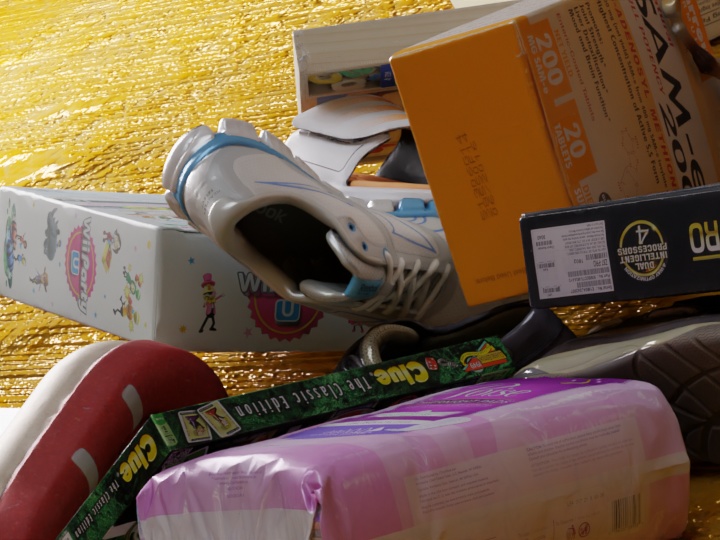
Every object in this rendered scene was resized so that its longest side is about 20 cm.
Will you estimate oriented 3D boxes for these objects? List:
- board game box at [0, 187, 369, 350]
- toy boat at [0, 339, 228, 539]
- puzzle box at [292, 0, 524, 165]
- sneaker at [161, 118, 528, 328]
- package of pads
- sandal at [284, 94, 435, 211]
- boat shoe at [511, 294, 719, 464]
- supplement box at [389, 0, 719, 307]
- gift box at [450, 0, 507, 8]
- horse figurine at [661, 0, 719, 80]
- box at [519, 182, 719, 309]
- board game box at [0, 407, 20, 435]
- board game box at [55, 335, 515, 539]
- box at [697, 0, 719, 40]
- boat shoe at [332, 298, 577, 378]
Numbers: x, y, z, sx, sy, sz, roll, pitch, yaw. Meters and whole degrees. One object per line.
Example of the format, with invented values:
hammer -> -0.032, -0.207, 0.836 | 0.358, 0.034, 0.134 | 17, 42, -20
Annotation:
board game box -> -0.086, -0.002, 1.522 | 0.147, 0.064, 0.200 | 1, 5, -30
toy boat -> -0.102, 0.121, 1.336 | 0.131, 0.131, 0.200 | 12, 37, 15
puzzle box -> 0.032, -0.098, 1.560 | 0.133, 0.025, 0.200 | -9, -13, -1
sneaker -> 0.000, 0.000, 1.386 | 0.075, 0.200, 0.087 | -62, 26, 17
package of pads -> 0.024, 0.094, 1.164 | 0.200, 0.076, 0.120 | -12, 6, -39
sandal -> -0.012, -0.064, 1.509 | 0.079, 0.059, 0.207 | 3, 5, -38
boat shoe -> 0.149, 0.039, 1.230 | 0.200, 0.075, 0.073 | -6, 31, 43
supplement box -> 0.106, -0.071, 1.388 | 0.073, 0.126, 0.200 | -15, 8, 31
gift box -> 0.130, -0.269, 1.802 | 0.200, 0.185, 0.187 | -40, 21, -10
horse figurine -> 0.215, -0.124, 1.460 | 0.050, 0.133, 0.200 | -17, 31, 37
box -> 0.194, -0.019, 1.242 | 0.200, 0.049, 0.161 | -8, 1, 42
board game box -> -0.246, 0.137, 1.523 | 0.200, 0.064, 0.148 | -1, 35, 49
board game box -> -0.031, 0.081, 1.250 | 0.200, 0.023, 0.105 | -12, -27, -41
box -> 0.147, -0.222, 1.648 | 0.095, 0.200, 0.078 | -20, 23, 20
boat shoe -> 0.020, 0.054, 1.368 | 0.200, 0.065, 0.072 | -13, 26, 35
